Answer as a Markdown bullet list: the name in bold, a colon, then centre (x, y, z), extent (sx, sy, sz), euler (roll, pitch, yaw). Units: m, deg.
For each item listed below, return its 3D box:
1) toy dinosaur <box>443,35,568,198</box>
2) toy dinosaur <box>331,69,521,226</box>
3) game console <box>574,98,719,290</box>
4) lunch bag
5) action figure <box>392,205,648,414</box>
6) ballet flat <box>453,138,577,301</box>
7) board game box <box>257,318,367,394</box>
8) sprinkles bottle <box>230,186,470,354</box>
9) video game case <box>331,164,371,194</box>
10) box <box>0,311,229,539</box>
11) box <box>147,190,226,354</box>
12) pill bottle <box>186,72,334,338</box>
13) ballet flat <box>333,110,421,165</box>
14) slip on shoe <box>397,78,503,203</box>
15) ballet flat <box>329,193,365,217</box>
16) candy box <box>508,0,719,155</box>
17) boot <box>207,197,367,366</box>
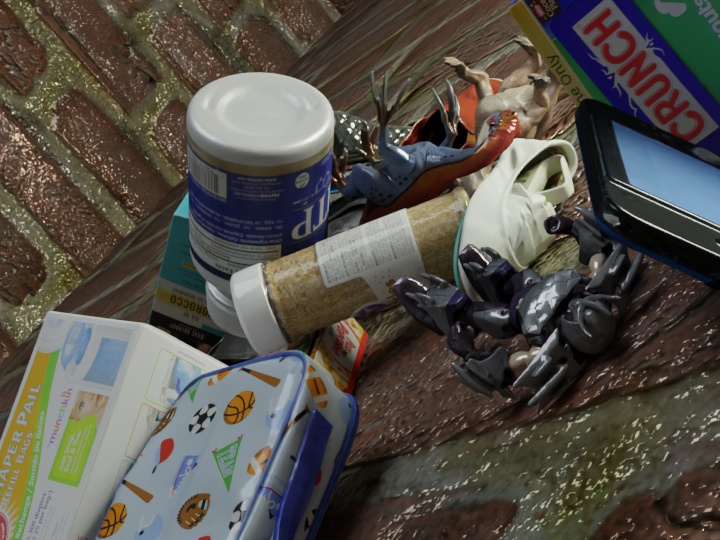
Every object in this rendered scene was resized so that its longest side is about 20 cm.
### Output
- **toy dinosaur**: centre (0.130, -0.123, 1.128), extent (0.199, 0.085, 0.137), euler (-28, -45, -45)
- **toy dinosaur**: centre (0.056, -0.083, 1.041), extent (0.104, 0.203, 0.180), euler (-28, 32, -33)
- **game console**: centre (0.211, -0.067, 0.638), extent (0.200, 0.169, 0.119), euler (-75, 10, -67)
- **lunch bag**: centre (-0.085, 0.151, 0.802), extent (0.159, 0.076, 0.202), euler (-16, 41, 40)
- **action figure**: centre (0.097, 0.021, 0.778), extent (0.130, 0.070, 0.200), euler (-40, 15, -15)
- **ballet flat**: centre (0.122, -0.047, 0.948), extent (0.069, 0.070, 0.201), euler (-32, 16, 34)
- **board game box**: centre (-0.075, 0.119, 0.999), extent (0.151, 0.046, 0.200), euler (-37, 14, 21)
- **sprinkles bottle**: centre (0.000, 0.000, 0.989), extent (0.198, 0.069, 0.068), euler (-21, 16, 5)
- **video game case**: centre (0.003, -0.096, 1.293), extent (0.197, 0.018, 0.143), euler (-13, 6, -8)
- **box**: centre (-0.188, 0.144, 0.905), extent (0.111, 0.101, 0.203), euler (4, 70, 39)
- **box**: centre (-0.160, 0.027, 1.258), extent (0.049, 0.081, 0.202), euler (-67, -3, -56)
- **pill bottle**: centre (-0.084, -0.048, 1.055), extent (0.120, 0.118, 0.202), euler (-56, -22, -47)
- **ballet flat**: centre (0.040, -0.151, 1.373), extent (0.066, 0.058, 0.199), euler (-11, 2, 41)
- **slip on shoe**: centre (0.091, -0.129, 1.202), extent (0.200, 0.074, 0.062), euler (-42, -24, -37)
- **ballet flat**: centre (-0.037, -0.013, 1.290), extent (0.200, 0.069, 0.071), euler (-42, -6, 2)
- **candy box**: centre (0.217, -0.159, 0.775), extent (0.199, 0.170, 0.077), euler (-33, 12, 35)
- **boot**: centre (-0.040, 0.027, 1.163), extent (0.198, 0.069, 0.176), euler (-9, 46, 36)
